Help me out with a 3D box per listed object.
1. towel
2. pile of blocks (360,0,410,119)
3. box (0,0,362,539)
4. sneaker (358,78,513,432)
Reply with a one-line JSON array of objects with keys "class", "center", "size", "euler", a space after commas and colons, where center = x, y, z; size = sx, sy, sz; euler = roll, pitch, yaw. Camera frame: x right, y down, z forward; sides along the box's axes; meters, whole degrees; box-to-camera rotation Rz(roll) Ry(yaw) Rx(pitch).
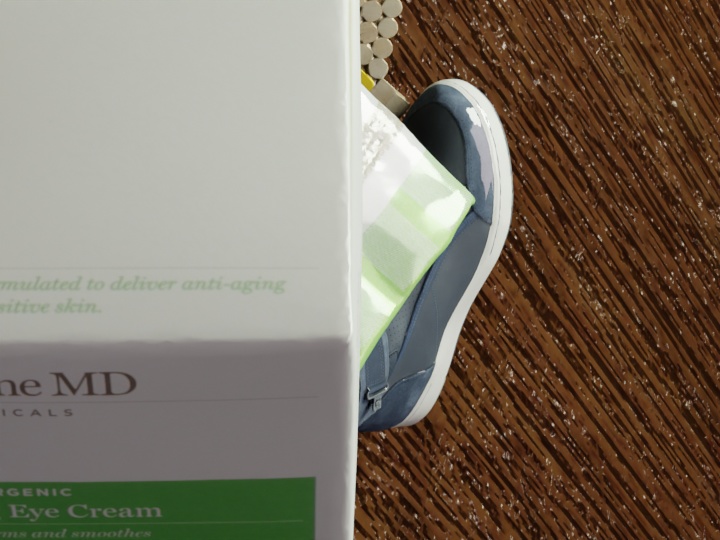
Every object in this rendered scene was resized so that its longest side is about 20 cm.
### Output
[{"class": "towel", "center": [-0.046, -0.046, 1.117], "size": [0.200, 0.031, 0.149], "euler": [42, 71, -19]}, {"class": "pile of blocks", "center": [-0.011, -0.159, 1.236], "size": [0.062, 0.082, 0.200], "euler": [-121, -145, -77]}, {"class": "box", "center": [-0.098, 0.004, 0.904], "size": [0.171, 0.199, 0.200], "euler": [92, -2, -48]}, {"class": "sneaker", "center": [0.001, 0.001, 1.194], "size": [0.146, 0.077, 0.202], "euler": [-9, 119, -51]}]
